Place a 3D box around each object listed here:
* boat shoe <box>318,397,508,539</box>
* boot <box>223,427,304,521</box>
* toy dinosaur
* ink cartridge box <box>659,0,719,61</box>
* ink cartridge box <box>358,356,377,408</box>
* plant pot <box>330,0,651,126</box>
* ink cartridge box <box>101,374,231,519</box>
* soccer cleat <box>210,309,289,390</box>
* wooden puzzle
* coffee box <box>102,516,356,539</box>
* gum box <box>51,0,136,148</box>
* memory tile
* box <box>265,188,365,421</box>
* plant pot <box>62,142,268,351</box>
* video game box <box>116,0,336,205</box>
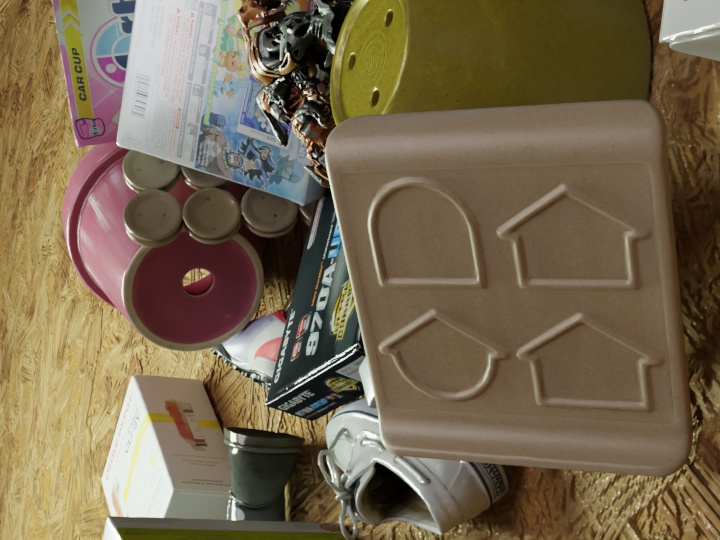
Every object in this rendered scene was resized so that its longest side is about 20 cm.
[{"bbox_3d":[0.013,0.147,0.838,0.202,0.086,0.075,7,128,59],"label":"boat shoe"},{"bbox_3d":[-0.091,0.237,1.016,0.182,0.072,0.201,82,-163,-76],"label":"boot"},{"bbox_3d":[-0.041,-0.158,0.882,0.135,0.200,0.102,-24,26,42],"label":"toy dinosaur"},{"bbox_3d":[0.223,-0.200,0.548,0.147,0.082,0.201,3,84,64],"label":"ink cartridge box"},{"bbox_3d":[0.083,0.013,0.742,0.200,0.099,0.039,-59,32,35],"label":"ink cartridge box"},{"bbox_3d":[0.064,-0.120,0.772,0.200,0.141,0.201,-29,57,58],"label":"plant pot"},{"bbox_3d":[-0.197,0.222,1.245,0.200,0.083,0.146,55,130,54],"label":"ink cartridge box"},{"bbox_3d":[-0.080,0.068,1.102,0.073,0.068,0.200,-59,21,-9],"label":"soccer cleat"},{"bbox_3d":[0.083,0.008,0.660,0.184,0.046,0.201,0,111,26],"label":"wooden puzzle"},{"bbox_3d":[-0.084,0.309,0.870,0.198,0.199,0.201,28,107,61],"label":"coffee box"},{"bbox_3d":[-0.209,-0.215,1.066,0.066,0.113,0.201,-111,16,-49],"label":"gum box"},{"bbox_3d":[-0.107,-0.092,1.051,0.017,0.199,0.154,100,164,-60],"label":"memory tile"},{"bbox_3d":[0.000,0.000,0.916,0.159,0.046,0.201,-34,37,56],"label":"box"},{"bbox_3d":[-0.171,-0.023,1.131,0.179,0.199,0.201,-123,48,-58],"label":"plant pot"},{"bbox_3d":[-0.098,-0.174,0.971,0.181,0.047,0.201,20,110,20],"label":"video game box"}]
